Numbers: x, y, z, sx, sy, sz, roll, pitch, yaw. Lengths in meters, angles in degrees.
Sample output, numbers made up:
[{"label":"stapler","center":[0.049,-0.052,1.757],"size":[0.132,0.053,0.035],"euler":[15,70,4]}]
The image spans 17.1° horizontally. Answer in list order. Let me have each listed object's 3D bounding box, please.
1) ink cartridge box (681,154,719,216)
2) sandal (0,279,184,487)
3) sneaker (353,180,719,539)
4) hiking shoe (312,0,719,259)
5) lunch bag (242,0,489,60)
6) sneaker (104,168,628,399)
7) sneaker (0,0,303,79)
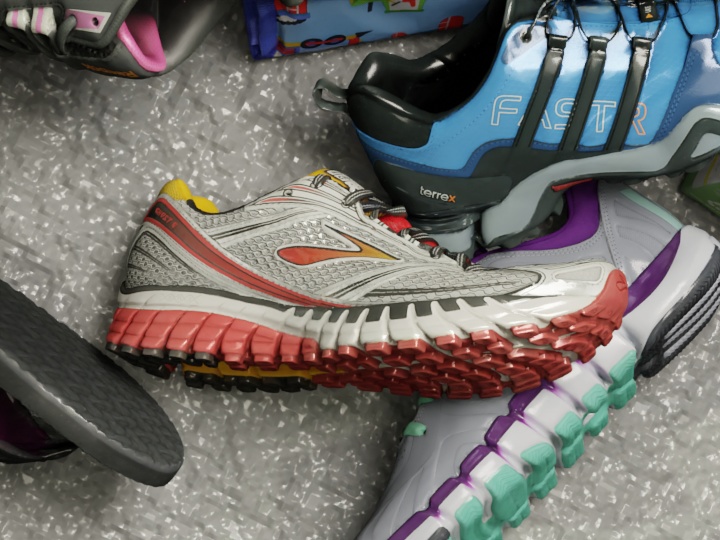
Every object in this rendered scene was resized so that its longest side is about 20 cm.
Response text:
[{"label":"ink cartridge box","center":[0.203,-0.088,0.892],"size":[0.048,0.200,0.146],"euler":[30,81,-10]},{"label":"sandal","center":[-0.155,0.028,0.890],"size":[0.200,0.075,0.048],"euler":[32,106,1]},{"label":"sneaker","center":[0.049,0.043,0.931],"size":[0.200,0.074,0.087],"euler":[-43,71,-14]},{"label":"hiking shoe","center":[0.088,-0.077,0.892],"size":[0.199,0.075,0.087],"euler":[-29,123,10]},{"label":"lunch bag","center":[0.015,-0.200,0.931],"size":[0.150,0.094,0.201],"euler":[-10,78,-9]},{"label":"sneaker","center":[0.000,0.000,0.878],"size":[0.199,0.078,0.083],"euler":[3,76,20]},{"label":"sneaker","center":[-0.101,-0.104,0.852],"size":[0.199,0.080,0.087],"euler":[-21,68,27]}]
